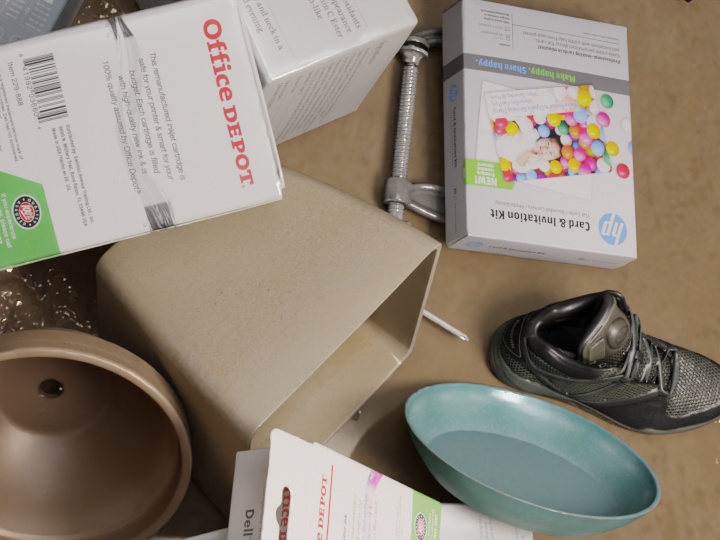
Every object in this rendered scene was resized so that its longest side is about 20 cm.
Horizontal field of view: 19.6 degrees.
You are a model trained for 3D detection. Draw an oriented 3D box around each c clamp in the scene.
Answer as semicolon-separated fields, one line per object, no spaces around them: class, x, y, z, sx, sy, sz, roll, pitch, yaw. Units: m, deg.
c clamp;0.058;-0.113;1.664;0.171;0.027;0.200;17;69;-12

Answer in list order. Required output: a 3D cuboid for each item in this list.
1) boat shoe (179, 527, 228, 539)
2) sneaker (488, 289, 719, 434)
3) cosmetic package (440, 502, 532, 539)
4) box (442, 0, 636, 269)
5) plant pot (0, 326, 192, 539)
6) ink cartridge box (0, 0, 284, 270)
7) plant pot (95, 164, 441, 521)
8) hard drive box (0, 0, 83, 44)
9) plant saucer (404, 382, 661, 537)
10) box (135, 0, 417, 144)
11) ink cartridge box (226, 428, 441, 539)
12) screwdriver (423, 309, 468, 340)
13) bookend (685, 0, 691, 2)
boat shoe;-0.158;0.230;1.460;0.200;0.073;0.062;-16;82;-5
sneaker;0.209;0.072;1.607;0.199;0.114;0.076;18;71;-12
cosmetic package;0.024;0.230;1.523;0.200;0.081;0.113;3;73;-14
box;0.143;-0.109;1.667;0.156;0.041;0.200;7;74;-24
plant pot;-0.219;0.107;1.457;0.201;0.201;0.093;10;34;-13
ink cartridge box;-0.163;-0.095;1.402;0.200;0.084;0.146;-13;96;-3
plant pot;-0.082;0.033;1.501;0.177;0.200;0.200;39;67;14
hard drive box;-0.246;-0.211;1.538;0.077;0.156;0.200;26;69;-7
plant saucer;0.123;0.146;1.543;0.200;0.200;0.036;15;109;-11
box;-0.077;-0.213;1.563;0.131;0.200;0.199;-24;81;-19
ink cartridge box;-0.029;0.186;1.381;0.200;0.067;0.117;32;56;-49
screwdriver;0.000;0.000;1.609;0.200;0.029;0.028;30;68;0
bookend;0.231;-0.293;1.735;0.200;0.092;0.199;46;69;0
